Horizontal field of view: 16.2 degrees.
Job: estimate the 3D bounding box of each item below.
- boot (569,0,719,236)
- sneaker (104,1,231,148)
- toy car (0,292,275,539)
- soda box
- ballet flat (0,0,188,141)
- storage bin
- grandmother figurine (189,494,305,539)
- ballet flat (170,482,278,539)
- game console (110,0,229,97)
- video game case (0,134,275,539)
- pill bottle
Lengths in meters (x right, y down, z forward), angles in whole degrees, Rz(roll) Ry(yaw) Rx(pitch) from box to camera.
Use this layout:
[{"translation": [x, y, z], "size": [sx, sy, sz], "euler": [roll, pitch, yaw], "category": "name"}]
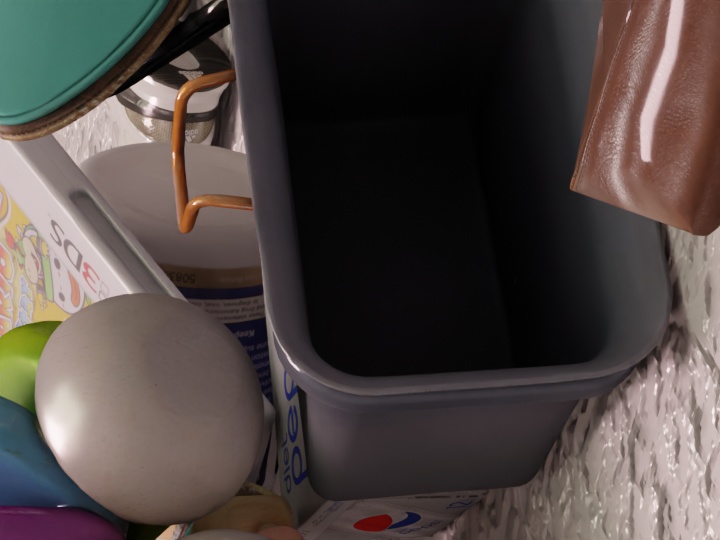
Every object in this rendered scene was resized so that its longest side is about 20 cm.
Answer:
[{"translation": [0.105, -0.073, 0.647], "size": [0.186, 0.064, 0.200], "euler": [-90, 15, -53], "category": "boot"}, {"translation": [-0.129, -0.094, 1.374], "size": [0.201, 0.076, 0.115], "euler": [-122, 39, -56], "category": "sneaker"}, {"translation": [-0.112, 0.113, 0.866], "size": [0.175, 0.150, 0.200], "euler": [-41, 62, 48], "category": "toy car"}, {"translation": [0.000, 0.000, 0.978], "size": [0.068, 0.063, 0.200], "euler": [131, 137, -64], "category": "soda box"}, {"translation": [-0.074, -0.131, 0.936], "size": [0.200, 0.070, 0.065], "euler": [-55, -13, 5], "category": "ballet flat"}, {"translation": [0.009, -0.019, 0.853], "size": [0.134, 0.145, 0.200], "euler": [101, 163, -59], "category": "storage bin"}, {"translation": [0.007, 0.165, 0.883], "size": [0.200, 0.061, 0.121], "euler": [43, 156, 45], "category": "grandmother figurine"}, {"translation": [-0.038, 0.164, 1.030], "size": [0.072, 0.072, 0.200], "euler": [-129, 26, -64], "category": "ballet flat"}, {"translation": [-0.032, -0.165, 0.996], "size": [0.200, 0.116, 0.176], "euler": [165, 105, -69], "category": "game console"}, {"translation": [-0.113, 0.064, 1.076], "size": [0.182, 0.023, 0.200], "euler": [49, 143, 28], "category": "video game case"}, {"translation": [-0.089, 0.051, 1.174], "size": [0.116, 0.116, 0.200], "euler": [-122, 37, -60], "category": "pill bottle"}]
